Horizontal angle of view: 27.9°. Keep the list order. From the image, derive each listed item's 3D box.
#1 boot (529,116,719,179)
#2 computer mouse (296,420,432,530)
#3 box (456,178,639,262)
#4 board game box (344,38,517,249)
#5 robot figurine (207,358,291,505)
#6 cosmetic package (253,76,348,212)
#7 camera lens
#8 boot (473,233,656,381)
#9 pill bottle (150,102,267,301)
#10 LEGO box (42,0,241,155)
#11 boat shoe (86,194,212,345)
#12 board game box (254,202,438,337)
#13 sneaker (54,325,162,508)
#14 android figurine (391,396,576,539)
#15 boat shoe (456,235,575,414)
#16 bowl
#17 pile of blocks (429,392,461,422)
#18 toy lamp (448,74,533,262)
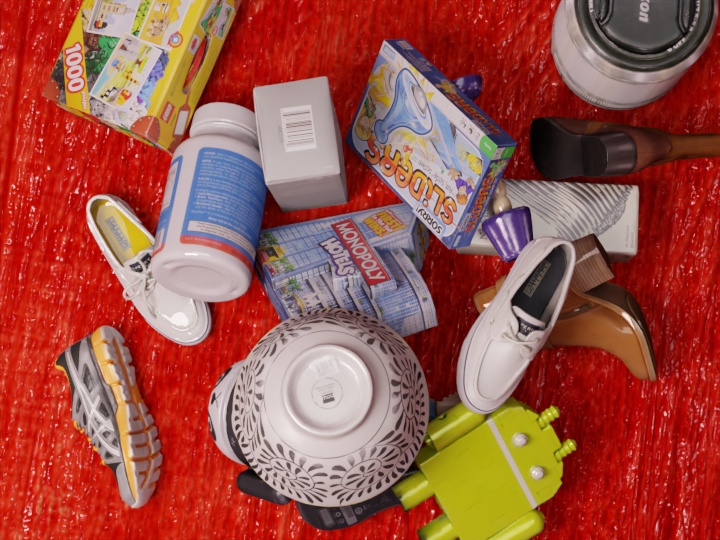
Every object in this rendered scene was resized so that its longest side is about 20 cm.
[{"bbox_3d":[0.306,-0.147,1.608,0.198,0.188,0.069,-9,96,-24],"label":"boot"},{"bbox_3d":[0.037,0.248,1.603,0.198,0.046,0.141,-27,111,12],"label":"computer mouse"},{"bbox_3d":[0.207,-0.056,1.618,0.197,0.068,0.083,2,84,1],"label":"box"},{"bbox_3d":[0.072,-0.138,1.566,0.200,0.034,0.136,47,130,33],"label":"board game box"},{"bbox_3d":[-0.074,0.156,1.544,0.150,0.199,0.126,-39,121,-38],"label":"robot figurine"},{"bbox_3d":[-0.061,-0.132,1.565,0.089,0.200,0.108,-9,82,-2],"label":"cosmetic package"},{"bbox_3d":[0.292,-0.266,1.571,0.158,0.200,0.162,0,84,1],"label":"camera lens"},{"bbox_3d":[0.230,0.067,1.600,0.154,0.077,0.201,-27,120,17],"label":"boot"},{"bbox_3d":[-0.159,-0.078,1.584,0.111,0.113,0.202,8,63,2],"label":"pill bottle"},{"bbox_3d":[-0.242,-0.252,1.620,0.148,0.077,0.202,21,85,21],"label":"LEGO box"},{"bbox_3d":[-0.238,-0.004,1.610,0.074,0.086,0.203,-34,84,-2],"label":"boat shoe"},{"bbox_3d":[0.000,0.000,1.575,0.198,0.200,0.062,-19,125,-11],"label":"board game box"},{"bbox_3d":[-0.278,0.167,1.607,0.076,0.078,0.202,-19,81,12],"label":"sneaker"},{"bbox_3d":[0.137,0.218,1.552,0.199,0.041,0.183,-29,111,-5],"label":"android figurine"},{"bbox_3d":[0.165,0.056,1.494,0.072,0.066,0.201,34,82,-8],"label":"boat shoe"},{"bbox_3d":[-0.030,0.125,1.417,0.198,0.094,0.203,0,76,0],"label":"bowl"},{"bbox_3d":[0.076,0.151,1.596,0.197,0.083,0.063,2,44,-2],"label":"pile of blocks"},{"bbox_3d":[0.139,-0.108,1.564,0.058,0.058,0.202,-17,79,-1],"label":"toy lamp"}]
